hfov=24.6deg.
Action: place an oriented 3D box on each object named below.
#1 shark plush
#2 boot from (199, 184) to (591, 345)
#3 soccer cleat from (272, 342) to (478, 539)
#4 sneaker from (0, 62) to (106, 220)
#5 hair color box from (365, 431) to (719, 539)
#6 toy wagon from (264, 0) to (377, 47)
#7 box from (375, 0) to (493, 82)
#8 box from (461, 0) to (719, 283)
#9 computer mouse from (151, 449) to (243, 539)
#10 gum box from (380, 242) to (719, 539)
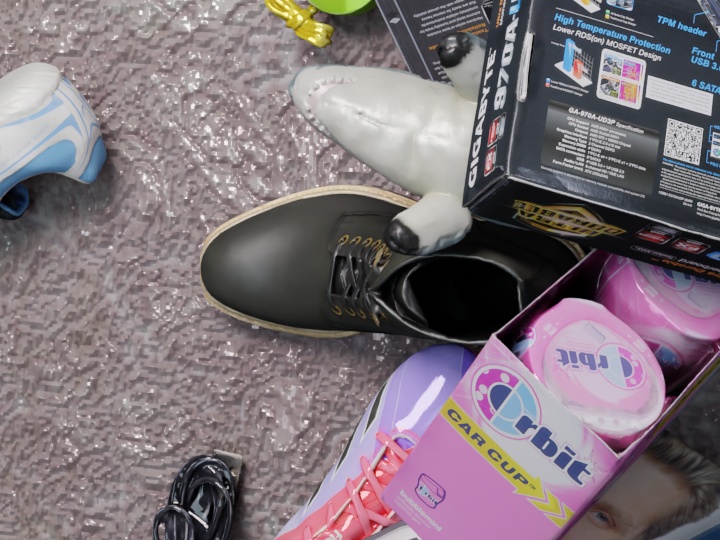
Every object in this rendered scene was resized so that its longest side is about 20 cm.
[{"bbox_3d":[0.071,-0.060,0.722,0.083,0.199,0.092,26,114,59],"label":"shark plush"},{"bbox_3d":[0.000,0.000,0.764,0.199,0.138,0.078,-2,94,18],"label":"boot"},{"bbox_3d":[-0.005,0.122,0.763,0.067,0.076,0.201,39,103,17],"label":"soccer cleat"},{"bbox_3d":[-0.224,-0.047,0.868,0.199,0.072,0.073,-17,117,24],"label":"sneaker"},{"bbox_3d":[0.069,0.141,0.715,0.199,0.100,0.061,-23,120,-19],"label":"hair color box"},{"bbox_3d":[0.025,-0.197,0.790,0.155,0.040,0.200,39,105,10],"label":"toy wagon"},{"bbox_3d":[0.106,-0.143,0.722,0.199,0.048,0.159,-17,127,18],"label":"box"},{"bbox_3d":[0.147,-0.076,0.636,0.199,0.046,0.160,14,71,-14],"label":"box"},{"bbox_3d":[-0.017,0.182,0.835,0.199,0.053,0.139,16,92,23],"label":"computer mouse"},{"bbox_3d":[0.108,0.034,0.676,0.066,0.200,0.114,42,137,12],"label":"gum box"}]
